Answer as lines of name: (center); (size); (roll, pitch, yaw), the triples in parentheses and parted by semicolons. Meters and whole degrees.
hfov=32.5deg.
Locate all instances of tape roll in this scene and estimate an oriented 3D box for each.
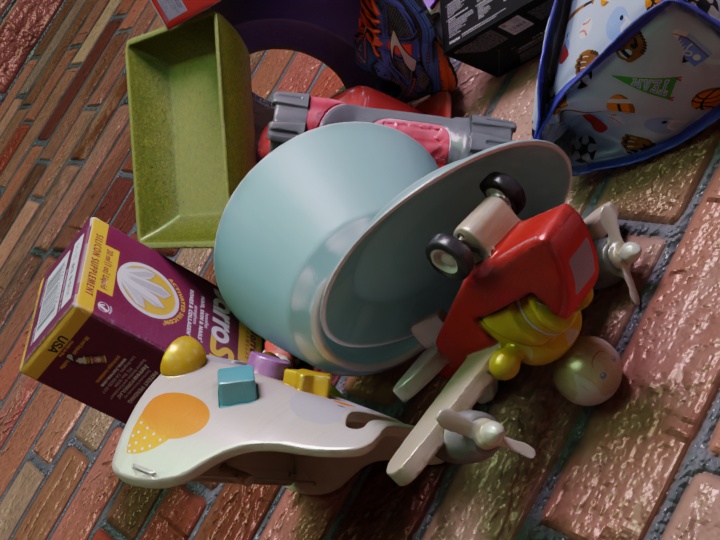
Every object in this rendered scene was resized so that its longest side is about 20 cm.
tape roll: (-0.073, -0.191, 1.233); (0.200, 0.200, 0.085); (-35, 35, 33)

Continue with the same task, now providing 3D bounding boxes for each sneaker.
sneaker: (0.027, -0.210, 1.103); (0.078, 0.200, 0.076); (-28, 53, 4)

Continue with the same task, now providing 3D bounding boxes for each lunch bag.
lunch bag: (0.198, -0.177, 0.883); (0.200, 0.123, 0.171); (-40, 28, 54)

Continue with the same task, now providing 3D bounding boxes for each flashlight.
flashlight: (0.024, -0.102, 0.998); (0.068, 0.199, 0.068); (-92, 10, -85)

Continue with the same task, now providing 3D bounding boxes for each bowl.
bowl: (0.000, 0.000, 0.933); (0.201, 0.200, 0.105); (-51, 38, 9)

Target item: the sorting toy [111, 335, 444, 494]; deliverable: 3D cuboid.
sorting toy: (-0.038, 0.115, 0.882); (0.179, 0.200, 0.108); (5, 83, 34)

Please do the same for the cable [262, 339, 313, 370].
cable: (-0.084, 0.055, 1.103); (0.050, 0.098, 0.200); (-17, 36, -13)

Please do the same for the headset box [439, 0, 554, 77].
headset box: (0.141, -0.295, 1.078); (0.149, 0.077, 0.201); (-25, 59, 45)

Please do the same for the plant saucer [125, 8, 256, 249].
plant saucer: (-0.149, -0.121, 1.120); (0.199, 0.048, 0.201); (1, 95, 57)

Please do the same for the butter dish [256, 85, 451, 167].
butter dish: (-0.028, -0.083, 1.104); (0.200, 0.148, 0.200); (-35, 34, 35)

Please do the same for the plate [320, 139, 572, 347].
plate: (0.054, -0.021, 0.829); (0.200, 0.200, 0.026); (-45, 62, 20)

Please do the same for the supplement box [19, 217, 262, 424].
supplement box: (-0.198, 0.065, 1.150); (0.103, 0.199, 0.131); (-45, 29, 27)

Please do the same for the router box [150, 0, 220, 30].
router box: (-0.102, -0.289, 1.098); (0.179, 0.049, 0.200); (-29, 18, 3)

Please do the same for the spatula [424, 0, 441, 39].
spatula: (0.073, -0.259, 1.267); (0.057, 0.021, 0.200); (-48, 29, 11)

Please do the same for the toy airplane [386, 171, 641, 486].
toy airplane: (0.102, 0.044, 0.803); (0.201, 0.141, 0.199); (-58, -12, 14)
